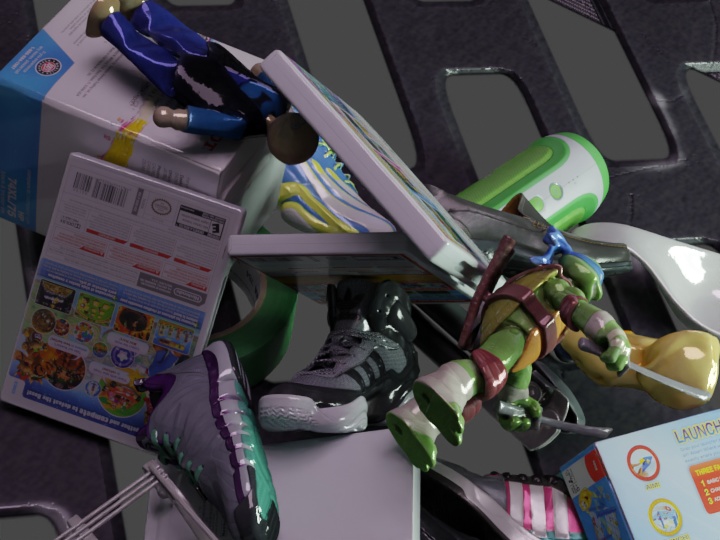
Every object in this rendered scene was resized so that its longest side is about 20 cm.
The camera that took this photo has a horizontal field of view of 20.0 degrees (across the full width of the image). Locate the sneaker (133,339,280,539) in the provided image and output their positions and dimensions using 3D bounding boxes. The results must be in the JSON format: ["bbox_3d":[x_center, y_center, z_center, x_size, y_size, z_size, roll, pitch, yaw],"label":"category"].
[{"bbox_3d":[-0.113,0.136,1.457,0.087,0.075,0.200,-19,36,1],"label":"sneaker"}]

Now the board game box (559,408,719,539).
[{"bbox_3d":[0.270,0.203,1.479,0.199,0.056,0.196,-11,71,-28],"label":"board game box"}]

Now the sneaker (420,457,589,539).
[{"bbox_3d":[0.137,0.172,1.525,0.200,0.084,0.121,32,51,11],"label":"sneaker"}]

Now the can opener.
[{"bbox_3d":[0.100,0.072,1.663,0.200,0.053,0.067,42,16,30],"label":"can opener"}]

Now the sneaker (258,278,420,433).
[{"bbox_3d":[-0.016,0.063,1.540,0.075,0.114,0.200,-3,-2,30],"label":"sneaker"}]

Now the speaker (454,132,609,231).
[{"bbox_3d":[0.127,-0.046,1.752,0.088,0.089,0.200,36,48,25],"label":"speaker"}]

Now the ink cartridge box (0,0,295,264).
[{"bbox_3d":[-0.174,-0.102,1.637,0.199,0.146,0.147,23,44,12],"label":"ink cartridge box"}]

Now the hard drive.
[{"bbox_3d":[-0.056,0.181,1.462,0.199,0.025,0.132,-8,47,11],"label":"hard drive"}]

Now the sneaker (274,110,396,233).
[{"bbox_3d":[-0.045,-0.092,1.744,0.200,0.105,0.076,25,6,16],"label":"sneaker"}]

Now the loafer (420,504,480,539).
[{"bbox_3d":[0.029,0.206,1.480,0.200,0.068,0.070,31,52,24],"label":"loafer"}]

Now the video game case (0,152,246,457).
[{"bbox_3d":[-0.181,0.027,1.550,0.143,0.201,0.018,19,8,8],"label":"video game case"}]

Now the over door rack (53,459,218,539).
[{"bbox_3d":[-0.149,0.228,1.380,0.148,0.067,0.200,-36,37,-14],"label":"over door rack"}]

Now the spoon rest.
[{"bbox_3d":[0.264,0.007,1.746,0.199,0.061,0.099,18,43,9],"label":"spoon rest"}]

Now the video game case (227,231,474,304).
[{"bbox_3d":[0.000,0.000,1.574,0.142,0.200,0.018,-1,78,19],"label":"video game case"}]

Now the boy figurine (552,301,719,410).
[{"bbox_3d":[0.204,0.061,1.599,0.124,0.065,0.200,17,0,-30],"label":"boy figurine"}]

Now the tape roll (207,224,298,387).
[{"bbox_3d":[-0.152,0.022,1.653,0.200,0.048,0.201,6,43,-6],"label":"tape roll"}]

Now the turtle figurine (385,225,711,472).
[{"bbox_3d":[0.130,0.086,1.451,0.194,0.201,0.144,-31,22,-27],"label":"turtle figurine"}]

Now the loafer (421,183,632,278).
[{"bbox_3d":[0.132,-0.028,1.649,0.199,0.073,0.073,5,79,-25],"label":"loafer"}]

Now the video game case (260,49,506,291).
[{"bbox_3d":[0.021,-0.067,1.515,0.024,0.182,0.200,-43,70,7],"label":"video game case"}]

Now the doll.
[{"bbox_3d":[-0.116,-0.142,1.548,0.200,0.049,0.136,36,37,12],"label":"doll"}]
